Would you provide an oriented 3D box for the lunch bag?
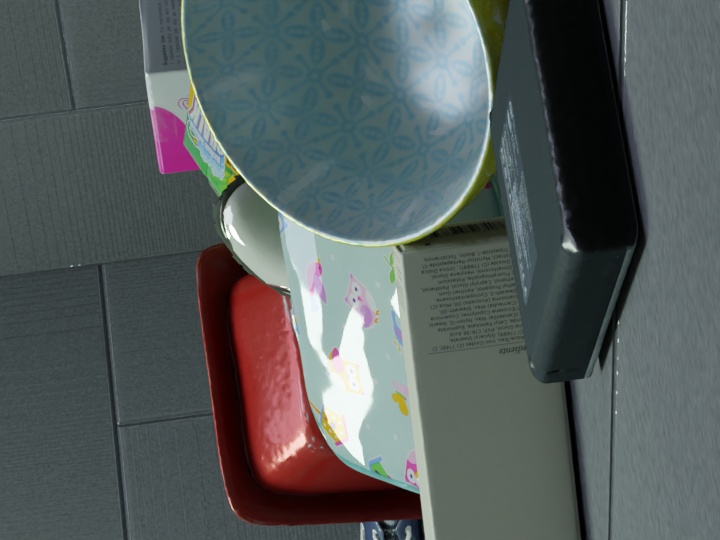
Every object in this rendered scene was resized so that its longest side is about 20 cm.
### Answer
[{"bbox_3d":[0.033,0.026,1.621,0.160,0.077,0.201,12,116,52],"label":"lunch bag"}]

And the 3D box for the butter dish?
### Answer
[{"bbox_3d":[0.009,0.060,1.928,0.148,0.199,0.201,146,119,-60],"label":"butter dish"}]

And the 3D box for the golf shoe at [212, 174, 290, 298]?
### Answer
[{"bbox_3d":[0.000,0.000,1.808,0.077,0.200,0.088,-58,5,-3],"label":"golf shoe"}]

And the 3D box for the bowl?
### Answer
[{"bbox_3d":[0.016,-0.123,1.479,0.108,0.200,0.201,-32,-56,-46],"label":"bowl"}]

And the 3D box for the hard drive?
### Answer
[{"bbox_3d":[0.087,-0.044,1.274,0.200,0.033,0.140,92,170,-73],"label":"hard drive"}]

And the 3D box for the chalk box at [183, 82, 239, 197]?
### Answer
[{"bbox_3d":[-0.038,-0.104,1.978,0.124,0.125,0.200,53,145,42],"label":"chalk box"}]

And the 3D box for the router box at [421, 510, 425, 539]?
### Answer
[{"bbox_3d":[0.076,0.187,1.820,0.200,0.052,0.158,89,172,-63],"label":"router box"}]

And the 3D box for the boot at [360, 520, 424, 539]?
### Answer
[{"bbox_3d":[0.028,0.266,2.676,0.090,0.073,0.201,74,-172,-72],"label":"boot"}]

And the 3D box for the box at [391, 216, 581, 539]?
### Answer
[{"bbox_3d":[0.066,0.076,1.501,0.068,0.082,0.201,-116,21,-79],"label":"box"}]

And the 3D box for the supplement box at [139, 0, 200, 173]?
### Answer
[{"bbox_3d":[-0.058,-0.150,2.126,0.103,0.199,0.101,-101,5,-45],"label":"supplement box"}]
